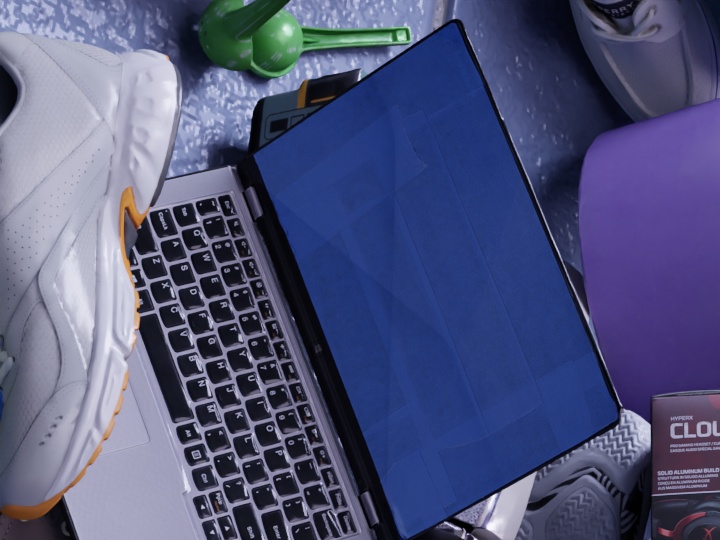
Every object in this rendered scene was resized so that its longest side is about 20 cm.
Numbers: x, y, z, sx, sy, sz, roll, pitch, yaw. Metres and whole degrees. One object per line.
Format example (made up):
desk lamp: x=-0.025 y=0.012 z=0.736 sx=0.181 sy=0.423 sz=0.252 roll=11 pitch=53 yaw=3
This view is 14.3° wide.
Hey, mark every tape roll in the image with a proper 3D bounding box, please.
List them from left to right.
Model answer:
tape roll: x=0.189 y=0.014 z=1.470 sx=0.200 sy=0.085 sz=0.201 roll=46 pitch=35 yaw=-48

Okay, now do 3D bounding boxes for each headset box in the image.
headset box: x=0.179 y=0.152 z=1.323 sx=0.149 sy=0.075 sz=0.201 roll=56 pitch=33 yaw=-64

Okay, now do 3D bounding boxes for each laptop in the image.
laptop: x=-0.031 y=0.021 z=1.174 sx=0.199 sy=0.116 sz=0.188 roll=-13 pitch=70 yaw=-24

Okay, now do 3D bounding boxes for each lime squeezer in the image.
lime squeezer: x=-0.035 y=-0.117 z=1.344 sx=0.038 sy=0.070 sz=0.200 roll=63 pitch=13 yaw=10

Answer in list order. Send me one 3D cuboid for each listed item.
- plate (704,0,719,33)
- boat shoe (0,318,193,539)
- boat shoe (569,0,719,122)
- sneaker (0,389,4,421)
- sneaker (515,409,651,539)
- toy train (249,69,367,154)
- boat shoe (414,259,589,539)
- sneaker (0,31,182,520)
plate: x=0.174 y=-0.190 z=1.490 sx=0.026 sy=0.200 sz=0.201 roll=-28 pitch=103 yaw=-4
boat shoe: x=-0.120 y=0.105 z=1.205 sx=0.072 sy=0.059 sz=0.201 roll=42 pitch=54 yaw=-30
boat shoe: x=0.135 y=-0.147 z=1.486 sx=0.070 sy=0.071 sz=0.201 roll=-65 pitch=140 yaw=-57
sneaker: x=-0.204 y=0.070 z=1.121 sx=0.200 sy=0.076 sz=0.105 roll=-29 pitch=101 yaw=-45
sneaker: x=0.113 y=0.169 z=1.388 sx=0.115 sy=0.075 sz=0.201 roll=21 pitch=89 yaw=-45
toy train: x=0.000 y=0.000 z=1.296 sx=0.085 sy=0.114 sz=0.201 roll=32 pitch=55 yaw=-50
boat shoe: x=0.044 y=0.052 z=1.377 sx=0.093 sy=0.075 sz=0.200 roll=33 pitch=46 yaw=-15
sneaker: x=-0.135 y=-0.002 z=1.141 sx=0.092 sy=0.076 sz=0.201 roll=15 pitch=68 yaw=-19
